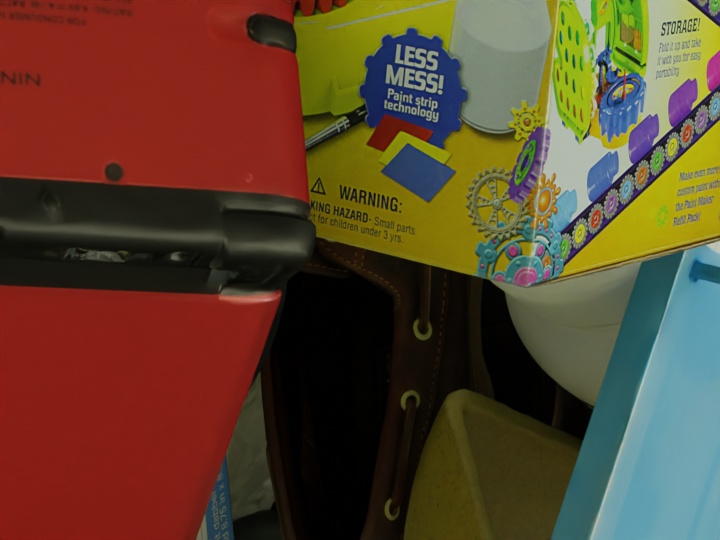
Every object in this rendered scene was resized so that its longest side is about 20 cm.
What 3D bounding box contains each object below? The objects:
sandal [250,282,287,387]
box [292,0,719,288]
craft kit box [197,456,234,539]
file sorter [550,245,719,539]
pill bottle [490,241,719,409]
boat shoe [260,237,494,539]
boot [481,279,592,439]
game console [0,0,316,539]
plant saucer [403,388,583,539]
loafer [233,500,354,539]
[{"bbox_3d":[-0.073,0.057,0.795,0.200,0.043,0.076,-51,140,-34],"label":"sandal"},{"bbox_3d":[0.001,-0.116,0.776,0.122,0.199,0.194,-12,111,-55],"label":"box"},{"bbox_3d":[-0.109,0.115,0.841,0.197,0.048,0.201,-38,132,-49],"label":"craft kit box"},{"bbox_3d":[0.156,0.092,0.827,0.200,0.122,0.140,26,81,-51],"label":"file sorter"},{"bbox_3d":[0.112,0.003,0.930,0.200,0.111,0.112,33,74,-52],"label":"pill bottle"},{"bbox_3d":[0.000,0.000,0.912,0.070,0.070,0.201,-3,83,-50],"label":"boat shoe"},{"bbox_3d":[0.046,0.052,1.060,0.097,0.074,0.201,-57,145,-66],"label":"boot"},{"bbox_3d":[-0.124,-0.020,0.696,0.199,0.119,0.173,3,70,-24],"label":"game console"},{"bbox_3d":[0.083,0.153,0.895,0.200,0.048,0.201,25,45,-53],"label":"plant saucer"},{"bbox_3d":[-0.027,0.170,0.985,0.063,0.072,0.201,-16,113,-23],"label":"loafer"}]
